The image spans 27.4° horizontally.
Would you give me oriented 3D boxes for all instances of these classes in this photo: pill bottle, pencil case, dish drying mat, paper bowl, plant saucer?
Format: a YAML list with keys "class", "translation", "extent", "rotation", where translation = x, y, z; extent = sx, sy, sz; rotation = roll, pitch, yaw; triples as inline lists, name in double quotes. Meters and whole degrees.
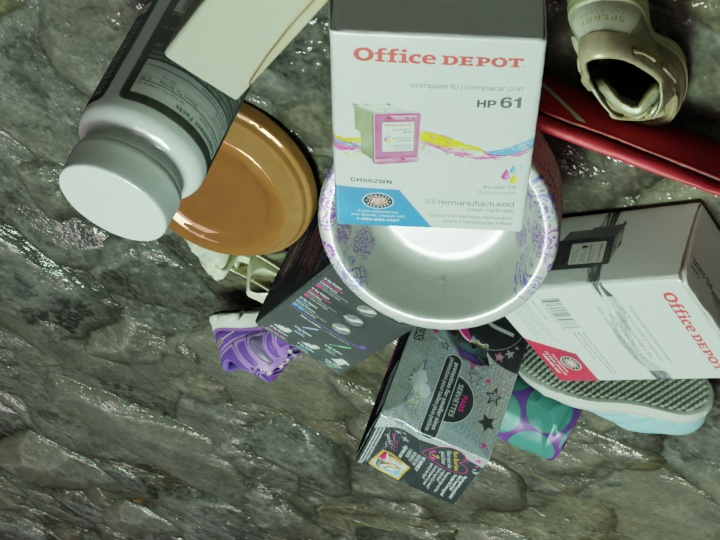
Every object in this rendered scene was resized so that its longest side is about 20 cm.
- class: "pill bottle"
  translation: [-0.163, -0.132, 1.220]
  extent: [0.112, 0.202, 0.114]
  rotation: [18, 151, 10]
- class: "pencil case"
  translation: [0.131, 0.126, 1.545]
  extent: [0.198, 0.086, 0.092]
  rotation: [23, -171, 1]
- class: "dish drying mat"
  translation: [0.213, -0.102, 1.129]
  extent: [0.198, 0.077, 0.018]
  rotation: [21, 122, 6]
- class: "paper bowl"
  translation: [0.069, -0.060, 1.225]
  extent: [0.197, 0.105, 0.203]
  rotation: [5, 125, 7]
- class: "plant saucer"
  translation: [-0.138, -0.084, 1.415]
  extent: [0.197, 0.038, 0.202]
  rotation: [14, 139, 12]

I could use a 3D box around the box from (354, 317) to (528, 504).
- class: "box"
  translation: [0.088, 0.095, 1.407]
  extent: [0.113, 0.202, 0.133]
  rotation: [22, 151, -1]

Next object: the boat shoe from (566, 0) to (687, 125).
- class: "boat shoe"
  translation: [0.189, -0.137, 1.045]
  extent: [0.071, 0.066, 0.200]
  rotation: [-5, 162, 20]

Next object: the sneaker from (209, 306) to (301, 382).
- class: "sneaker"
  translation: [-0.087, 0.080, 1.613]
  extent: [0.080, 0.085, 0.199]
  rotation: [-8, -179, -39]

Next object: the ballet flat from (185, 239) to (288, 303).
- class: "ballet flat"
  translation: [-0.118, -0.009, 1.528]
  extent: [0.198, 0.070, 0.070]
  rotation: [27, 151, -4]

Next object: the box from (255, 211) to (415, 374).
- class: "box"
  translation: [0.000, 0.000, 1.396]
  extent: [0.105, 0.123, 0.200]
  rotation: [31, 151, -13]

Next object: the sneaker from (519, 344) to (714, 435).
- class: "sneaker"
  translation: [0.248, 0.125, 1.471]
  extent: [0.197, 0.074, 0.082]
  rotation: [17, 147, 15]

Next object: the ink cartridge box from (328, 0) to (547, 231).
- class: "ink cartridge box"
  translation: [0.051, -0.123, 1.031]
  extent: [0.142, 0.086, 0.201]
  rotation: [2, 142, 3]

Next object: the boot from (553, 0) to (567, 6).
- class: "boot"
  translation: [0.098, -0.253, 0.965]
  extent: [0.130, 0.070, 0.201]
  rotation: [18, 149, 7]

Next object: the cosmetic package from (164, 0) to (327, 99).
- class: "cosmetic package"
  translation: [-0.066, -0.223, 1.103]
  extent: [0.073, 0.104, 0.200]
  rotation: [30, 151, -14]

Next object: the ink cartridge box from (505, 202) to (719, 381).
- class: "ink cartridge box"
  translation: [0.236, 0.024, 1.302]
  extent: [0.198, 0.084, 0.145]
  rotation: [-5, 139, 41]
